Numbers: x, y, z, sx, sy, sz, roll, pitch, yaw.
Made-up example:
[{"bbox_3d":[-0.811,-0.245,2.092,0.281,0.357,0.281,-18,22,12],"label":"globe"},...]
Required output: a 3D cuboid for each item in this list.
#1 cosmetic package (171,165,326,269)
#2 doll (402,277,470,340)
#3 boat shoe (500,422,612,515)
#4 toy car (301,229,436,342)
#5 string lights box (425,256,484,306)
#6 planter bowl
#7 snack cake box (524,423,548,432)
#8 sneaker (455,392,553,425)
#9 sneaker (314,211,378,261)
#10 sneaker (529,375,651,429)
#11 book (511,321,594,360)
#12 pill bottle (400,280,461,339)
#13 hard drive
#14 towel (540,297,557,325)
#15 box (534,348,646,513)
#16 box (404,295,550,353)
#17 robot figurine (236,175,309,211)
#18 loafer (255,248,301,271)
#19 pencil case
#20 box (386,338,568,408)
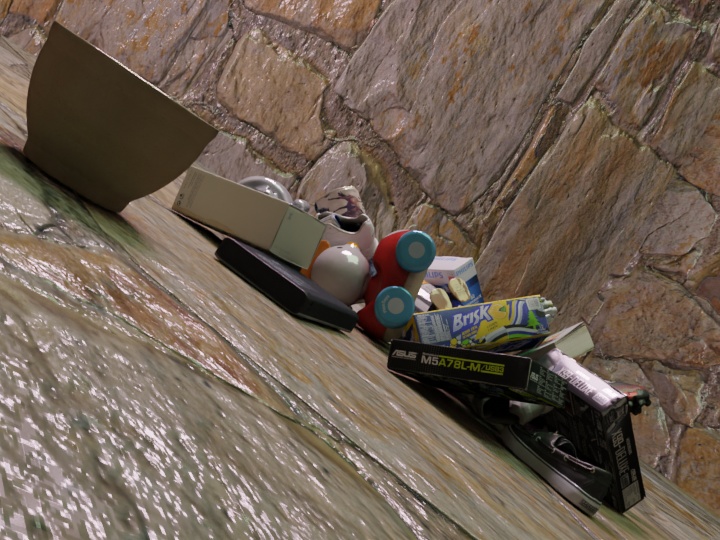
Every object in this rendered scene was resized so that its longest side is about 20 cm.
[{"bbox_3d":[-0.160,-0.076,1.475,0.199,0.074,0.103,23,-3,35],"label":"cosmetic package"},{"bbox_3d":[0.118,0.085,1.672,0.049,0.136,0.200,54,-31,16],"label":"doll"},{"bbox_3d":[0.251,0.239,1.321,0.068,0.057,0.200,32,3,-30],"label":"boat shoe"},{"bbox_3d":[0.000,0.000,1.613,0.199,0.178,0.184,21,-9,2],"label":"toy car"},{"bbox_3d":[0.176,0.076,1.904,0.102,0.059,0.201,3,-63,47],"label":"string lights box"},{"bbox_3d":[-0.268,-0.147,1.085,0.200,0.135,0.200,34,2,-2],"label":"planter bowl"},{"bbox_3d":[0.284,0.236,1.727,0.200,0.067,0.115,35,2,27],"label":"snack cake box"},{"bbox_3d":[0.183,0.177,1.521,0.199,0.092,0.076,9,-61,47],"label":"sneaker"},{"bbox_3d":[-0.071,-0.059,1.681,0.087,0.198,0.075,88,-6,-50],"label":"sneaker"},{"bbox_3d":[0.353,0.189,1.632,0.199,0.099,0.071,-5,-34,2],"label":"sneaker"},{"bbox_3d":[0.282,0.139,1.651,0.200,0.133,0.048,-12,79,-64],"label":"book"},{"bbox_3d":[0.146,0.110,1.815,0.200,0.117,0.116,36,3,28],"label":"pill bottle"},{"bbox_3d":[-0.090,0.022,1.348,0.139,0.033,0.200,35,3,21],"label":"hard drive"},{"bbox_3d":[0.202,0.106,1.649,0.171,0.198,0.048,101,-26,-71],"label":"towel"},{"bbox_3d":[0.329,0.232,1.500,0.158,0.050,0.201,37,-29,54],"label":"box"},{"bbox_3d":[0.170,0.089,1.516,0.198,0.065,0.070,-7,-20,-13],"label":"box"},{"bbox_3d":[-0.172,-0.104,1.780,0.168,0.114,0.200,0,3,-1],"label":"robot figurine"},{"bbox_3d":[-0.138,-0.045,1.585,0.068,0.071,0.200,33,3,-35],"label":"loafer"},{"bbox_3d":[-0.019,-0.038,1.772,0.078,0.089,0.201,-8,80,-49],"label":"pencil case"},{"bbox_3d":[0.160,0.139,1.379,0.192,0.048,0.200,4,-12,27],"label":"box"}]
